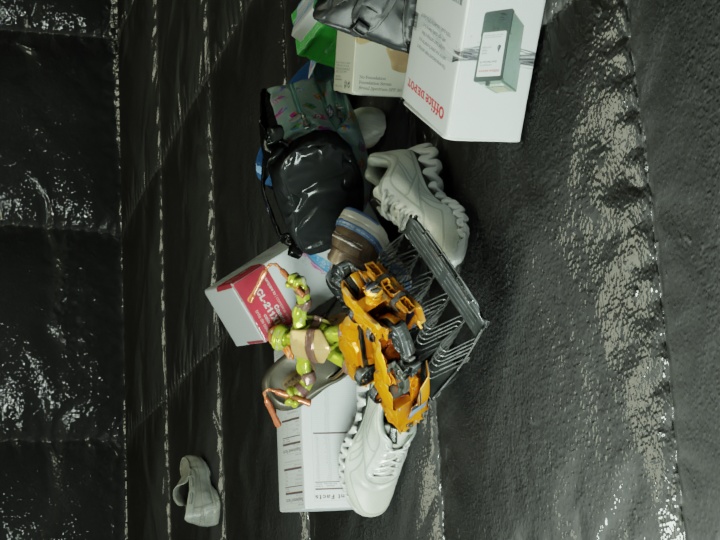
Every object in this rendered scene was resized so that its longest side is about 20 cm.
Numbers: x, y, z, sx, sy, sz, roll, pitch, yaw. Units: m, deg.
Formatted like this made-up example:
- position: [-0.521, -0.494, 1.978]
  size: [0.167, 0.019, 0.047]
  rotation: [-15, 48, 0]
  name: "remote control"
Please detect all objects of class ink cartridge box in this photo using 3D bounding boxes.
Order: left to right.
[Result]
- position: [-0.073, 0.002, 1.876]
  size: [0.083, 0.199, 0.146]
  rotation: [59, 162, -6]
  name: "ink cartridge box"
- position: [0.112, -0.242, 1.522]
  size: [0.146, 0.083, 0.202]
  rotation: [-126, 42, -62]
  name: "ink cartridge box"

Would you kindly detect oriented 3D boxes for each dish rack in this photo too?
- position: [0.062, 0.036, 1.584]
  size: [0.154, 0.054, 0.200]
  rotation: [54, 161, 13]
  name: "dish rack"

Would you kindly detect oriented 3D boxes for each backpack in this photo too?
- position: [-0.055, -0.135, 1.796]
  size: [0.201, 0.125, 0.168]
  rotation: [-105, 10, -52]
  name: "backpack"
- position: [0.051, -0.343, 1.618]
  size: [0.154, 0.161, 0.202]
  rotation: [-93, 19, -64]
  name: "backpack"

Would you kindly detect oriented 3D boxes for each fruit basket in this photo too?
- position: [-0.028, -0.366, 1.942]
  size: [0.185, 0.093, 0.202]
  rotation: [141, 135, -59]
  name: "fruit basket"

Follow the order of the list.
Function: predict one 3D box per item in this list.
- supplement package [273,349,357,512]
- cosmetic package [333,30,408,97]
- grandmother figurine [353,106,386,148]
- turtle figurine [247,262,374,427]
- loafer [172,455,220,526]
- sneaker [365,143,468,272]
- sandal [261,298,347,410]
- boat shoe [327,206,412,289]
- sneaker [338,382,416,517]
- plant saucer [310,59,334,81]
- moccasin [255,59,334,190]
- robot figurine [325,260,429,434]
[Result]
- position: [-0.037, 0.190, 1.895]
  size: [0.109, 0.112, 0.203]
  rotation: [153, 117, -68]
  name: "supplement package"
- position: [0.032, -0.297, 1.743]
  size: [0.071, 0.104, 0.203]
  rotation: [-156, 67, -68]
  name: "cosmetic package"
- position: [-0.018, -0.142, 1.962]
  size: [0.122, 0.060, 0.200]
  rotation: [66, 150, 19]
  name: "grandmother figurine"
- position: [-0.044, 0.091, 1.754]
  size: [0.160, 0.064, 0.202]
  rotation: [10, 110, 27]
  name: "turtle figurine"
- position: [-0.298, 0.385, 2.742]
  size: [0.200, 0.069, 0.071]
  rotation: [-131, 46, -64]
  name: "loafer"
- position: [0.059, -0.061, 1.656]
  size: [0.201, 0.080, 0.076]
  rotation: [-112, 32, -49]
  name: "sneaker"
- position: [-0.034, 0.085, 1.817]
  size: [0.082, 0.199, 0.055]
  rotation: [51, 172, 8]
  name: "sandal"
- position: [0.000, 0.000, 1.733]
  size: [0.073, 0.072, 0.200]
  rotation: [-57, -27, -12]
  name: "boat shoe"
- position: [0.025, 0.198, 1.784]
  size: [0.081, 0.074, 0.202]
  rotation: [39, 126, 56]
  name: "sneaker"
- position: [-0.035, -0.313, 2.019]
  size: [0.019, 0.069, 0.202]
  rotation: [56, -158, -59]
  name: "plant saucer"
- position: [-0.075, -0.195, 2.026]
  size: [0.201, 0.080, 0.068]
  rotation: [-55, -23, -8]
  name: "moccasin"
- position: [0.022, 0.071, 1.568]
  size: [0.145, 0.058, 0.201]
  rotation: [47, 157, 30]
  name: "robot figurine"
